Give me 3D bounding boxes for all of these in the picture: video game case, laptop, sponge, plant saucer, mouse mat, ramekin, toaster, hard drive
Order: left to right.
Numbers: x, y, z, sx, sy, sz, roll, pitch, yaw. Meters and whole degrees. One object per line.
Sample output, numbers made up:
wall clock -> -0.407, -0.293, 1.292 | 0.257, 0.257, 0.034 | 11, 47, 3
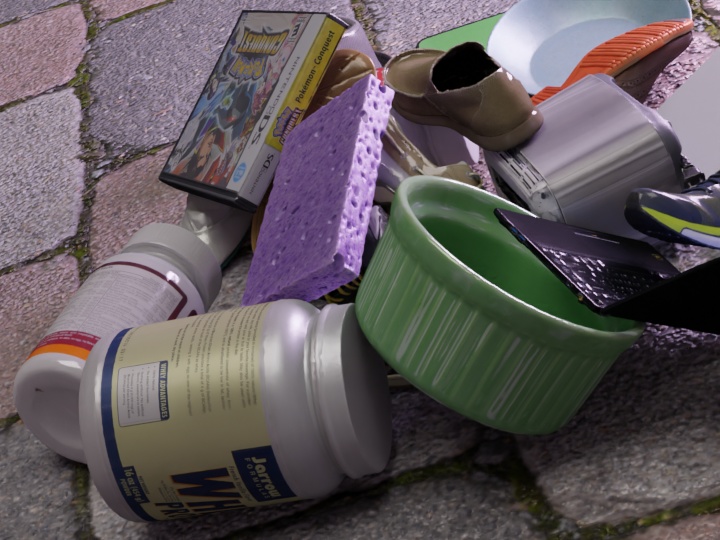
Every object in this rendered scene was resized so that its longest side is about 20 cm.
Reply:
video game case -> -0.101, -0.148, 1.473 | 0.200, 0.025, 0.182 | 19, 82, 62
sponge -> -0.033, -0.054, 1.278 | 0.111, 0.030, 0.201 | -31, 35, 38
ramekin -> 0.093, 0.027, 1.170 | 0.199, 0.098, 0.200 | 25, 21, -10
mouse mat -> 0.142, -0.217, 1.687 | 0.160, 0.008, 0.200 | -17, 33, 5
toaster -> 0.186, -0.072, 1.342 | 0.129, 0.114, 0.200 | -26, 30, -4
plant saucer -> 0.223, -0.217, 1.596 | 0.200, 0.039, 0.202 | -12, 42, 10
laptop -> 0.227, -0.015, 1.151 | 0.176, 0.104, 0.200 | 11, 27, -41
hard drive -> 0.321, -0.120, 1.367 | 0.132, 0.027, 0.200 | -46, 28, 16

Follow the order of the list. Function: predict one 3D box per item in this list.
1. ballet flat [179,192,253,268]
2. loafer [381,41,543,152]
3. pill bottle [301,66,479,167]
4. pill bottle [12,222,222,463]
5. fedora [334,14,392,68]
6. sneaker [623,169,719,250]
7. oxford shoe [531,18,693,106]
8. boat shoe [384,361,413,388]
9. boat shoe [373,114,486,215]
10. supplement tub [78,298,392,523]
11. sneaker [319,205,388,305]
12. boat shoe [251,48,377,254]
ballet flat -> -0.129, -0.071, 1.560 | 0.069, 0.070, 0.200 | 0, 37, 29
loafer -> 0.081, -0.159, 1.381 | 0.076, 0.068, 0.200 | -34, 32, -20
pill bottle -> 0.002, -0.125, 1.521 | 0.199, 0.114, 0.114 | -12, 32, 13
pill bottle -> -0.194, 0.055, 1.361 | 0.109, 0.110, 0.200 | -2, 36, 26
fedora -> -0.061, -0.200, 1.692 | 0.199, 0.091, 0.177 | -26, 32, -9
sneaker -> 0.281, -0.058, 1.224 | 0.199, 0.082, 0.074 | -1, 6, -28
oxford shoe -> 0.226, -0.157, 1.483 | 0.199, 0.073, 0.071 | -35, 20, -12
boat shoe -> 0.018, 0.051, 1.290 | 0.199, 0.066, 0.072 | -15, 32, 9
boat shoe -> 0.070, -0.057, 1.333 | 0.199, 0.075, 0.069 | 34, 88, 8
supplement tub -> -0.088, 0.100, 1.201 | 0.199, 0.146, 0.145 | -10, 33, 15
sneaker -> 0.000, 0.000, 1.349 | 0.084, 0.075, 0.200 | -36, 4, -3
boat shoe -> -0.031, -0.089, 1.430 | 0.070, 0.069, 0.201 | 23, 83, 15
